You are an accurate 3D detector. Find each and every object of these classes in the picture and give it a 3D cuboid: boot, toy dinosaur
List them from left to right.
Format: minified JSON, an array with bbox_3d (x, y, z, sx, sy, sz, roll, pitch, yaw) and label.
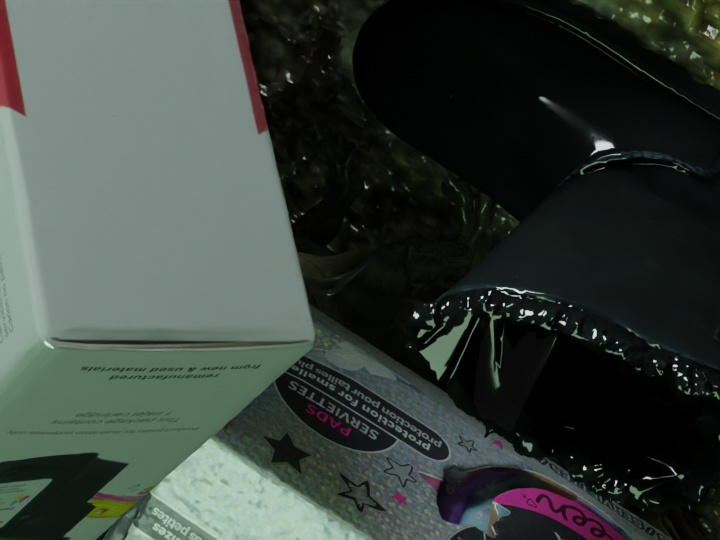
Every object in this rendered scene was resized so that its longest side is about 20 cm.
[{"bbox_3d":[0.000,0.000,0.822,0.200,0.088,0.047,23,170,-12],"label":"toy dinosaur"},{"bbox_3d":[0.061,-0.011,0.729,0.198,0.162,0.073,26,128,12],"label":"boot"}]

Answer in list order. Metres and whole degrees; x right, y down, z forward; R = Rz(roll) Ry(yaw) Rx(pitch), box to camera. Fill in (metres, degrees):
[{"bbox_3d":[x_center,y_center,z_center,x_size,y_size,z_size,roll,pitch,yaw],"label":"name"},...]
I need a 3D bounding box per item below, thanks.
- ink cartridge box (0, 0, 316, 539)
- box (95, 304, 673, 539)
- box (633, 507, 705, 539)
[{"bbox_3d":[-0.108,-0.001,0.685,0.200,0.083,0.146,-42,55,49],"label":"ink cartridge box"},{"bbox_3d":[0.009,0.121,0.763,0.200,0.115,0.132,33,117,-4],"label":"box"},{"bbox_3d":[0.096,0.191,0.935,0.200,0.021,0.164,-30,101,38],"label":"box"}]
